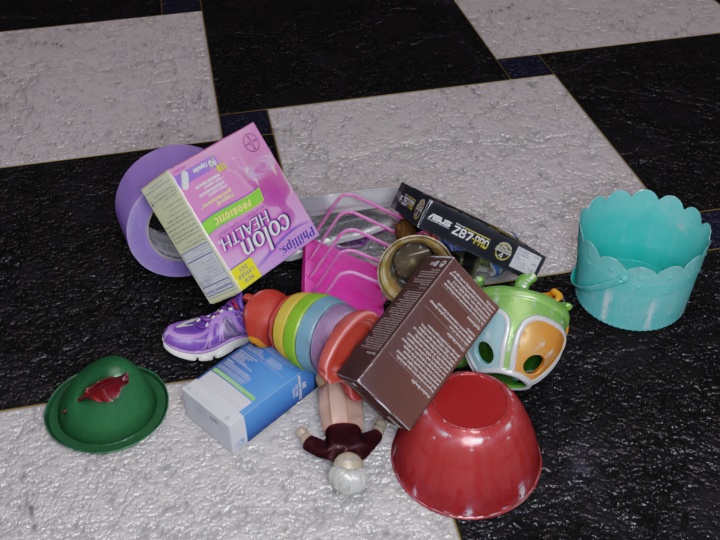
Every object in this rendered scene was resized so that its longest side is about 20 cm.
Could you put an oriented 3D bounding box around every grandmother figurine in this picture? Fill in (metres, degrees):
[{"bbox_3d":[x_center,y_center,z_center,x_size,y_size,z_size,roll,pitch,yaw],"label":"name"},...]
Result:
[{"bbox_3d":[-0.025,0.213,1.170,0.120,0.061,0.201,-12,37,0],"label":"grandmother figurine"}]

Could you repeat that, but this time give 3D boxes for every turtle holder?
[{"bbox_3d":[0.190,0.088,1.213,0.184,0.141,0.133,5,66,28],"label":"turtle holder"}]

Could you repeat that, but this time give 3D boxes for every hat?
[{"bbox_3d":[-0.344,0.128,1.185,0.198,0.177,0.166,11,41,15],"label":"hat"}]

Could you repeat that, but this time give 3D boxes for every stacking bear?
[{"bbox_3d":[-0.078,0.081,1.201,0.199,0.121,0.115,17,74,34],"label":"stacking bear"}]

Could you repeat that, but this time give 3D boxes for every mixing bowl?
[{"bbox_3d":[0.137,0.202,1.137,0.198,0.109,0.201,-1,38,1],"label":"mixing bowl"}]

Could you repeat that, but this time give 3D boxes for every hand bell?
[{"bbox_3d":[0.070,-0.033,1.263,0.103,0.105,0.200,-2,21,-1],"label":"hand bell"}]

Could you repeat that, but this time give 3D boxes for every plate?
[{"bbox_3d":[-0.028,-0.113,1.494,0.198,0.033,0.199,-9,3,-37],"label":"plate"}]

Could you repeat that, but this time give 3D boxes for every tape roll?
[{"bbox_3d":[-0.290,-0.095,1.438,0.198,0.202,0.085,-17,41,-19],"label":"tape roll"}]

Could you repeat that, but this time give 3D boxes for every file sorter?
[{"bbox_3d":[0.000,0.000,1.333,0.138,0.126,0.201,23,35,-20],"label":"file sorter"}]

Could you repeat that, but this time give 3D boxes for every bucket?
[{"bbox_3d":[0.425,-0.015,1.369,0.205,0.136,0.208,0,39,0],"label":"bucket"}]

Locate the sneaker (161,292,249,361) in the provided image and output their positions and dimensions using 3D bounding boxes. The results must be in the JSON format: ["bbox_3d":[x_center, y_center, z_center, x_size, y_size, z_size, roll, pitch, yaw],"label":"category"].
[{"bbox_3d":[-0.200,0.072,1.326,0.198,0.084,0.081,-13,40,-13],"label":"sneaker"}]

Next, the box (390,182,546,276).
[{"bbox_3d":[0.155,-0.058,1.305,0.198,0.049,0.161,24,7,-16],"label":"box"}]

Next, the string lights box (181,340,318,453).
[{"bbox_3d":[-0.138,0.154,1.242,0.102,0.059,0.199,30,49,32],"label":"string lights box"}]

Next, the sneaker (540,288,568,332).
[{"bbox_3d":[0.214,0.063,1.328,0.198,0.078,0.079,-4,40,-1],"label":"sneaker"}]

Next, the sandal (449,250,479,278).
[{"bbox_3d":[0.132,0.021,1.296,0.079,0.058,0.201,9,21,22],"label":"sandal"}]

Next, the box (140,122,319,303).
[{"bbox_3d":[-0.191,-0.086,1.321,0.176,0.201,0.096,-37,11,-38],"label":"box"}]

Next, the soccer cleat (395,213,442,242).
[{"bbox_3d":[0.116,-0.022,1.413,0.066,0.077,0.201,-27,56,-10],"label":"soccer cleat"}]

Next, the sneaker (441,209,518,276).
[{"bbox_3d":[0.164,-0.048,1.464,0.198,0.076,0.077,18,44,29],"label":"sneaker"}]

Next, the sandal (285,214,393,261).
[{"bbox_3d":[-0.039,-0.048,1.499,0.200,0.050,0.083,-15,25,4],"label":"sandal"}]

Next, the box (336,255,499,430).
[{"bbox_3d":[0.074,0.089,1.120,0.200,0.100,0.075,-51,21,-17],"label":"box"}]
